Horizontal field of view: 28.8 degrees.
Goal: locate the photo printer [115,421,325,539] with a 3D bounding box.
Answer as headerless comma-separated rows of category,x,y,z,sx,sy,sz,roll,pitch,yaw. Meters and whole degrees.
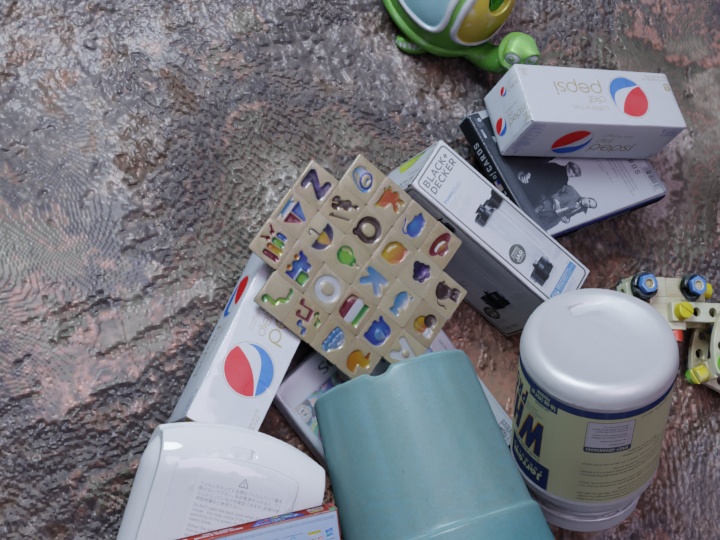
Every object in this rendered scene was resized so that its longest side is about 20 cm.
photo printer,-0.125,0.232,1.194,0.165,0.069,0.202,16,92,-20

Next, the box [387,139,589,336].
box,0.112,-0.028,1.371,0.200,0.117,0.060,39,65,-11

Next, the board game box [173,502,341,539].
board game box,-0.108,0.264,1.157,0.198,0.019,0.104,-10,100,-18

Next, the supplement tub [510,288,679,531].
supplement tub,0.215,0.134,1.316,0.143,0.201,0.146,0,41,0

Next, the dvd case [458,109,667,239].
dvd case,0.213,-0.115,1.456,0.199,0.025,0.151,-18,73,-36

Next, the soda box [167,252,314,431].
soda box,-0.098,0.066,1.282,0.068,0.064,0.201,31,68,-15

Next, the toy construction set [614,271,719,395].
toy construction set,0.327,0.069,1.467,0.199,0.092,0.133,6,75,-34

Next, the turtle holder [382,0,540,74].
turtle holder,0.098,-0.283,1.415,0.140,0.132,0.187,-4,79,-26

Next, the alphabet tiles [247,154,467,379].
alphabet tiles,0.000,0.000,1.283,0.200,0.006,0.167,39,79,-19

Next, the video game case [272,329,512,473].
video game case,0.036,0.138,1.348,0.182,0.024,0.201,-41,96,-26

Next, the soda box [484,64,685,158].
soda box,0.230,-0.160,1.427,0.198,0.064,0.069,-1,63,-30

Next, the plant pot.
plant pot,0.056,0.186,1.238,0.199,0.200,0.198,-11,75,-26
